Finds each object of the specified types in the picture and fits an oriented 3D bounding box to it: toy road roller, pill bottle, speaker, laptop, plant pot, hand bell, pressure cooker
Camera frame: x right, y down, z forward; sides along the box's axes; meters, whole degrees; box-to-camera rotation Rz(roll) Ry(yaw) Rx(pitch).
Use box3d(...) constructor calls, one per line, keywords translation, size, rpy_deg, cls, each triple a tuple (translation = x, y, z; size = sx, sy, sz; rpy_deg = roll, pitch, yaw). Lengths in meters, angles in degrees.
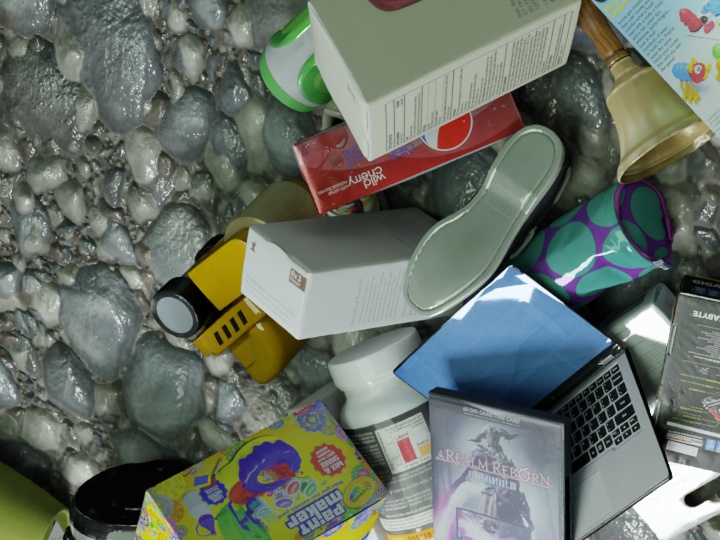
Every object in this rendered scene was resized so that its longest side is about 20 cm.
box3d(translation=(-0.097, 0.020, 1.562), size=(0.146, 0.123, 0.200), rpy_deg=(46, 131, -6), cls="toy road roller")
box3d(translation=(0.048, 0.165, 1.522), size=(0.116, 0.116, 0.201), rpy_deg=(-17, 98, 35), cls="pill bottle")
box3d(translation=(-0.005, -0.231, 1.428), size=(0.200, 0.088, 0.089), rpy_deg=(-38, 86, 36), cls="speaker")
box3d(translation=(0.147, 0.134, 1.383), size=(0.187, 0.115, 0.201), rpy_deg=(-45, 48, 40), cls="laptop")
box3d(translation=(-0.455, 0.302, 1.869), size=(0.199, 0.187, 0.188), rpy_deg=(13, 115, 11), cls="plant pot")
box3d(translation=(0.215, -0.185, 1.325), size=(0.104, 0.104, 0.201), rpy_deg=(-39, 72, 36), cls="hand bell")
box3d(translation=(-0.227, 0.331, 1.721), size=(0.178, 0.176, 0.201), rpy_deg=(7, 112, 26), cls="pressure cooker")

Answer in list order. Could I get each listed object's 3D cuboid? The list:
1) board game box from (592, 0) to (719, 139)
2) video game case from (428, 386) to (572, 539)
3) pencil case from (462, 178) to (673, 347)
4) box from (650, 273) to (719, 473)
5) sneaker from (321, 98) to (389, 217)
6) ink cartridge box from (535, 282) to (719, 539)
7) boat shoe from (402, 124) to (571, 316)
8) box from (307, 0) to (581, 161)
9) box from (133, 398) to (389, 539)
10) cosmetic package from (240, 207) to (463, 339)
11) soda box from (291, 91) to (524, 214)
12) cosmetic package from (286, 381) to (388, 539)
box3d(translation=(0.283, -0.208, 1.246), size=(0.200, 0.103, 0.105), rpy_deg=(49, 126, 7), cls="board game box")
box3d(translation=(0.127, 0.213, 1.411), size=(0.142, 0.019, 0.201), rpy_deg=(11, 113, 36), cls="video game case")
box3d(translation=(0.186, 0.000, 1.395), size=(0.092, 0.085, 0.200), rpy_deg=(28, 135, -33), cls="pencil case")
box3d(translation=(0.353, 0.101, 1.321), size=(0.199, 0.049, 0.161), rpy_deg=(11, 115, 12), cls="box")
box3d(translation=(-0.016, -0.073, 1.490), size=(0.075, 0.090, 0.201), rpy_deg=(11, 112, 29), cls="sneaker")
box3d(translation=(0.274, 0.131, 1.422), size=(0.200, 0.057, 0.162), rpy_deg=(46, 126, -8), cls="ink cartridge box")
box3d(translation=(0.118, -0.037, 1.382), size=(0.200, 0.060, 0.076), rpy_deg=(-47, 66, 10), cls="boat shoe")
box3d(translation=(0.068, -0.198, 1.299), size=(0.199, 0.128, 0.109), rpy_deg=(-26, 74, -7), cls="box")
box3d(translation=(-0.102, 0.257, 1.495), size=(0.122, 0.199, 0.193), rpy_deg=(52, 147, 21), cls="box")
box3d(translation=(0.000, 0.000, 1.426), size=(0.102, 0.199, 0.074), rpy_deg=(37, 125, 44), cls="cosmetic package")
box3d(translation=(0.042, -0.119, 1.395), size=(0.199, 0.063, 0.070), rpy_deg=(-22, 96, 2), cls="soda box")
box3d(translation=(0.000, 0.215, 1.592), size=(0.050, 0.082, 0.201), rpy_deg=(-19, 96, 35), cls="cosmetic package")
